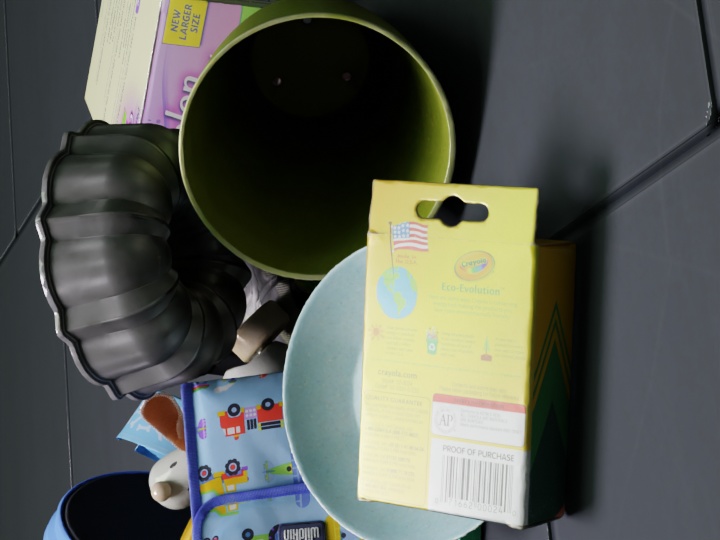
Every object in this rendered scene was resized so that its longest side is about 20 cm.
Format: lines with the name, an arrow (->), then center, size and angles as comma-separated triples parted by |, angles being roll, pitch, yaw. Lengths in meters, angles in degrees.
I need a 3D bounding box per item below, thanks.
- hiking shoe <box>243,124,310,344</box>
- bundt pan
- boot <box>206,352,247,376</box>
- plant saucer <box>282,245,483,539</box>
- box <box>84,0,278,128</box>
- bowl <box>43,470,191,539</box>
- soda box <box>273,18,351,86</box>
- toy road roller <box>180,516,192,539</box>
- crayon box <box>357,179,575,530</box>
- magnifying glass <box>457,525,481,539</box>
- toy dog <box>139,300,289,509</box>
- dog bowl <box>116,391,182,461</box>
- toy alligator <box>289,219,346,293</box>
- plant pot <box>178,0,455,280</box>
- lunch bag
hiking shoe -> -0.052, -0.021, 1.525 | 0.100, 0.076, 0.202 | 5, 123, 33
bundt pan -> -0.141, -0.012, 1.401 | 0.075, 0.201, 0.204 | -9, 78, 25
boot -> -0.123, 0.011, 1.621 | 0.077, 0.167, 0.202 | -118, 36, -51
plant saucer -> 0.038, 0.080, 1.302 | 0.200, 0.039, 0.203 | -4, 83, 35
box -> -0.146, -0.172, 1.601 | 0.200, 0.096, 0.177 | -119, 38, -57
bowl -> -0.165, 0.231, 1.678 | 0.201, 0.199, 0.040 | -127, 47, -57
soda box -> -0.064, -0.204, 1.620 | 0.069, 0.063, 0.201 | 113, 150, -44
toy road roller -> -0.105, 0.261, 1.488 | 0.147, 0.122, 0.200 | -63, -12, 1
crayon box -> 0.065, 0.047, 1.222 | 0.126, 0.051, 0.202 | 6, 95, 36
magnifying glass -> 0.045, 0.223, 1.382 | 0.080, 0.022, 0.202 | -120, 36, -53
toy dog -> -0.100, 0.122, 1.508 | 0.131, 0.096, 0.201 | 29, 115, 18
dog bowl -> -0.139, 0.147, 1.694 | 0.200, 0.111, 0.050 | 76, -143, -77
toy alligator -> 0.000, 0.000, 1.430 | 0.199, 0.054, 0.059 | 28, 164, 34
plant pot -> -0.033, -0.119, 1.420 | 0.200, 0.185, 0.189 | -96, 15, -67
lunch bag -> -0.039, 0.174, 1.364 | 0.094, 0.149, 0.201 | 79, -176, -56
